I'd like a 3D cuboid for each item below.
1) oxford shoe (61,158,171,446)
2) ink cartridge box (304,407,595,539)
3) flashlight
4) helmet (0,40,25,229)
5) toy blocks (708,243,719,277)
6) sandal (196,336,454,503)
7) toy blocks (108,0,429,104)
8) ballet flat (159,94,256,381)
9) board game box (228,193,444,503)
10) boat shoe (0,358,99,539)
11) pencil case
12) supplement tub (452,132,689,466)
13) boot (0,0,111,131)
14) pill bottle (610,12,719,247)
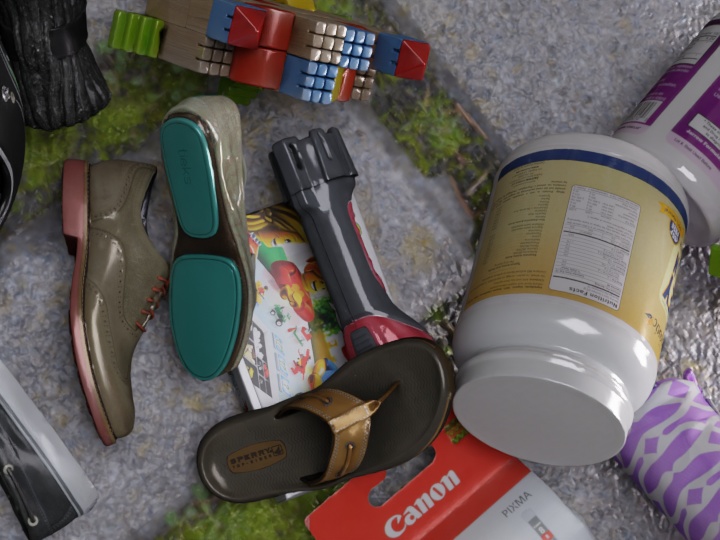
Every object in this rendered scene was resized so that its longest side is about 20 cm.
[{"bbox_3d":[-0.163,0.019,1.647,0.075,0.070,0.201,-5,83,-4],"label":"oxford shoe"},{"bbox_3d":[0.080,0.205,1.685,0.162,0.050,0.200,-39,107,-18],"label":"ink cartridge box"},{"bbox_3d":[0.000,0.000,1.673,0.068,0.068,0.201,-19,82,-14],"label":"flashlight"},{"bbox_3d":[-0.309,-0.086,1.568,0.199,0.191,0.200,2,41,-2],"label":"helmet"},{"bbox_3d":[0.325,-0.022,1.760,0.100,0.200,0.137,17,42,21],"label":"toy blocks"},{"bbox_3d":[-0.028,0.107,1.624,0.199,0.055,0.082,-19,88,18],"label":"sandal"},{"bbox_3d":[-0.049,-0.152,1.641,0.200,0.137,0.100,6,101,-40],"label":"toy blocks"},{"bbox_3d":[-0.095,-0.023,1.637,0.062,0.067,0.201,-31,125,-54],"label":"ballet flat"},{"bbox_3d":[-0.034,0.049,1.703,0.126,0.035,0.201,-20,87,-18],"label":"board game box"},{"bbox_3d":[-0.256,0.094,1.618,0.057,0.069,0.200,-39,95,-17],"label":"boat shoe"},{"bbox_3d":[0.262,0.162,1.697,0.085,0.084,0.200,-32,61,-14],"label":"pencil case"},{"bbox_3d":[0.144,0.021,1.678,0.144,0.144,0.201,23,60,-11],"label":"supplement tub"},{"bbox_3d":[-0.213,-0.205,1.664,0.079,0.211,0.158,-7,121,16],"label":"boot"},{"bbox_3d":[0.278,-0.123,1.778,0.112,0.112,0.200,43,73,-5],"label":"pill bottle"}]
